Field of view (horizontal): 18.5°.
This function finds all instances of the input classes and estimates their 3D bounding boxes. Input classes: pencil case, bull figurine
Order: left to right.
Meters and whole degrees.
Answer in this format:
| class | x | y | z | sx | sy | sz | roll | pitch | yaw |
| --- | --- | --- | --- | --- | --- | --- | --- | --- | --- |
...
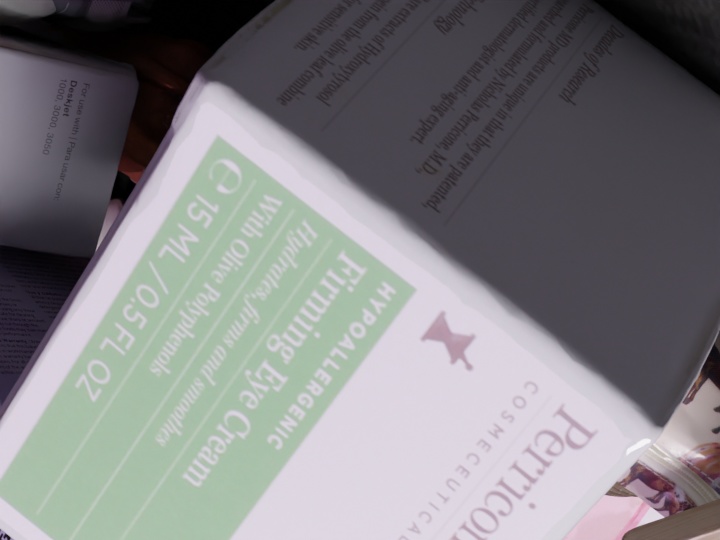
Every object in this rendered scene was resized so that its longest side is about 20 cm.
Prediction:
| class | x | y | z | sx | sy | sz | roll | pitch | yaw |
| --- | --- | --- | --- | --- | --- | --- | --- | --- | --- |
| bull figurine | -0.099 | -0.074 | 0.995 | 0.121 | 0.065 | 0.200 | 39 | 175 | -29 |
| pencil case | 0.102 | 0.041 | 0.892 | 0.200 | 0.090 | 0.078 | 39 | 132 | 1 |

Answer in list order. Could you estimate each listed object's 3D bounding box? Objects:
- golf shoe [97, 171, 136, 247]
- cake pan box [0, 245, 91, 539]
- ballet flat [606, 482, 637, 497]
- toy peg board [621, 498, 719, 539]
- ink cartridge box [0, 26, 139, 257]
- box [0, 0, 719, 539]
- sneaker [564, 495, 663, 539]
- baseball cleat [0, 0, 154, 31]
| class | x | y | z | sx | sy | sz | roll | pitch | yaw |
| --- | --- | --- | --- | --- | --- | --- | --- | --- | --- |
| golf shoe | -0.132 | -0.030 | 1.133 | 0.078 | 0.097 | 0.200 | 37 | -163 | -21 |
| cake pan box | -0.093 | 0.061 | 0.878 | 0.184 | 0.052 | 0.200 | 46 | -158 | 28 |
| ballet flat | 0.071 | 0.071 | 0.972 | 0.199 | 0.068 | 0.047 | 8 | 126 | 7 |
| toy peg board | 0.225 | 0.167 | 0.818 | 0.199 | 0.098 | 0.199 | -24 | 121 | 32 |
| ink cartridge box | -0.211 | -0.071 | 0.896 | 0.199 | 0.085 | 0.144 | 9 | -171 | -34 |
| box | 0.008 | 0.017 | 0.744 | 0.171 | 0.200 | 0.199 | 37 | 125 | 1 |
| sneaker | 0.085 | 0.124 | 1.059 | 0.104 | 0.075 | 0.201 | 34 | 132 | 6 |
| baseball cleat | -0.145 | -0.138 | 0.956 | 0.106 | 0.070 | 0.200 | 8 | -161 | -26 |
